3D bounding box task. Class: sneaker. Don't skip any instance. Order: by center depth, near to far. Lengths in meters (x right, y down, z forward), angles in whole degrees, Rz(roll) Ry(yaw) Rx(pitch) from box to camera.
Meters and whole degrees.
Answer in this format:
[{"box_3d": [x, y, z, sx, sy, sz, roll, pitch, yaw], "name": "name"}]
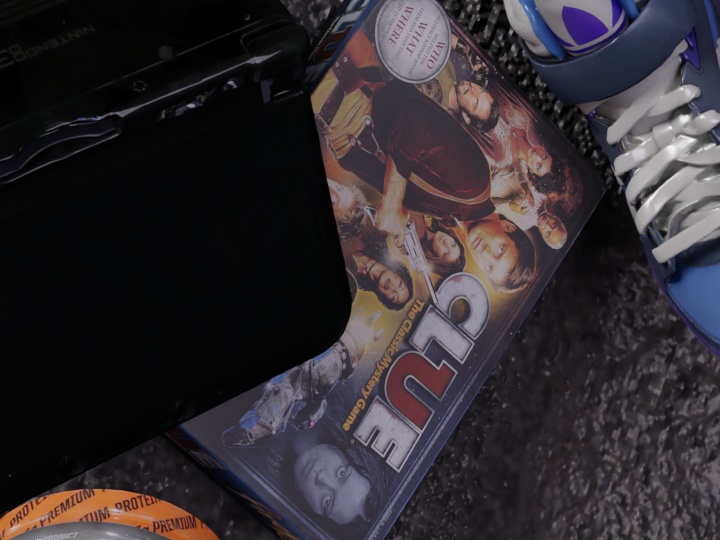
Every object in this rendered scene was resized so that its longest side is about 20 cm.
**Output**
[{"box_3d": [0.111, -0.062, 0.825, 0.146, 0.080, 0.202, 22, 48, -49], "name": "sneaker"}]

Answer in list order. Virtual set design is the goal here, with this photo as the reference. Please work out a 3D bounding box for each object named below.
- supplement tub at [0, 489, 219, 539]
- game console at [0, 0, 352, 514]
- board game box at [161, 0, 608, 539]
[{"box_3d": [-0.089, 0.177, 0.675, 0.122, 0.122, 0.201, 32, 33, -28], "name": "supplement tub"}, {"box_3d": [-0.121, -0.032, 0.736, 0.199, 0.117, 0.176, -25, 64, -25], "name": "game console"}, {"box_3d": [0.000, 0.000, 0.827, 0.135, 0.034, 0.201, 43, 69, -25], "name": "board game box"}]
